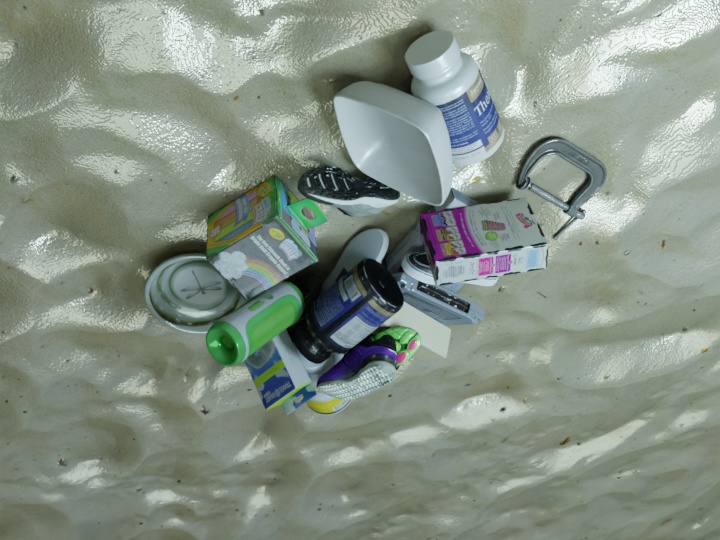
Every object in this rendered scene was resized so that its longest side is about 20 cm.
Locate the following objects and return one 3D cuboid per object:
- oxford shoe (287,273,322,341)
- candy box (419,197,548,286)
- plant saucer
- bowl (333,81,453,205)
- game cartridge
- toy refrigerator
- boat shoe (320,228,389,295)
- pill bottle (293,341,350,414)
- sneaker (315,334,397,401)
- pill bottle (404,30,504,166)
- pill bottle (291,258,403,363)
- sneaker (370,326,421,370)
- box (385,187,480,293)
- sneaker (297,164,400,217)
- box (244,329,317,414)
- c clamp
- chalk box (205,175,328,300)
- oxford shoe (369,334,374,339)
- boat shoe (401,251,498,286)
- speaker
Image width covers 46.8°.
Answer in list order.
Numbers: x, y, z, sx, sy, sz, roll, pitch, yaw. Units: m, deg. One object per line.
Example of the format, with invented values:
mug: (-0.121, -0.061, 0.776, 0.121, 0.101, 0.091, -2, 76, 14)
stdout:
oxford shoe: (-0.116, 0.077, 1.615, 0.084, 0.073, 0.200, 11, 138, -27)
candy box: (0.213, -0.052, 1.455, 0.197, 0.137, 0.061, -9, 132, -2)
plant saucer: (-0.299, 0.034, 1.548, 0.197, 0.051, 0.202, -4, 133, -4)
bowl: (0.065, -0.210, 1.323, 0.075, 0.199, 0.201, -50, 150, -21)
game cartridge: (0.125, 0.055, 1.604, 0.199, 0.042, 0.133, 25, 168, -25)
toy refrigerator: (0.088, 0.110, 1.647, 0.075, 0.071, 0.199, -9, 151, 45)
boat shoe: (0.000, 0.000, 1.573, 0.069, 0.071, 0.201, 1, 133, -48)
pill bottle: (-0.079, 0.203, 1.669, 0.111, 0.113, 0.201, -13, 147, 2)
sneaker: (-0.001, 0.173, 1.540, 0.069, 0.100, 0.199, 33, 140, -31)
pill bottle: (0.147, -0.273, 1.318, 0.110, 0.112, 0.201, -24, 131, 12)
pill bottle: (-0.027, 0.079, 1.503, 0.200, 0.112, 0.112, -39, 126, 23)
sneaker: (0.047, 0.162, 1.604, 0.200, 0.077, 0.083, -40, 169, 38)
box: (0.167, -0.046, 1.570, 0.155, 0.041, 0.200, 25, 122, -27)
sneaker: (-0.024, -0.125, 1.421, 0.199, 0.075, 0.079, 5, 144, -39)
box: (-0.169, 0.171, 1.588, 0.047, 0.202, 0.122, -15, 163, -43)
c clamp: (0.360, -0.150, 1.520, 0.199, 0.027, 0.171, 29, 121, -31)
chalk box: (-0.153, -0.067, 1.441, 0.199, 0.124, 0.125, -29, 128, 14)
oxford shoe: (0.014, 0.140, 1.672, 0.071, 0.072, 0.200, -24, 137, 13)
boat shoe: (0.174, -0.017, 1.522, 0.198, 0.072, 0.068, 7, 132, -18)
speaker: (-0.182, 0.091, 1.472, 0.088, 0.200, 0.089, 14, 119, 27)
